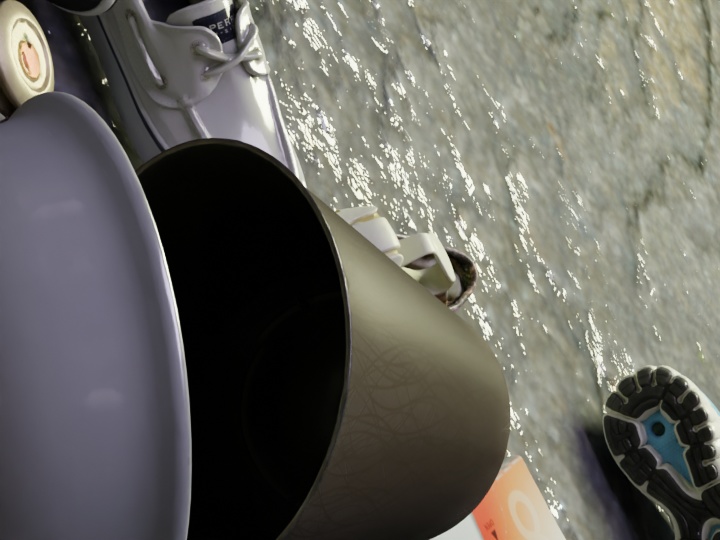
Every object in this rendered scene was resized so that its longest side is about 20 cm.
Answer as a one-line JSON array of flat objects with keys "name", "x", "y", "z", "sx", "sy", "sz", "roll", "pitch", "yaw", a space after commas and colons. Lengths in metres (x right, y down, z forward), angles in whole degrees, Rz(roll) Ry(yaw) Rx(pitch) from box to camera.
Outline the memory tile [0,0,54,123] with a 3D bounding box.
[{"name": "memory tile", "x": -0.167, "y": -0.054, "z": 1.124, "sx": 0.200, "sy": 0.017, "sz": 0.154, "roll": 23, "pitch": 56, "yaw": -64}]

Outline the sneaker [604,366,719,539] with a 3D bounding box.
[{"name": "sneaker", "x": 0.218, "y": 0.146, "z": 1.666, "sx": 0.201, "sy": 0.078, "sz": 0.090, "roll": 66, "pitch": 21, "yaw": 9}]

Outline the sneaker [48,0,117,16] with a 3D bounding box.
[{"name": "sneaker", "x": -0.185, "y": -0.178, "z": 1.249, "sx": 0.200, "sy": 0.071, "sz": 0.083, "roll": 51, "pitch": 50, "yaw": -21}]

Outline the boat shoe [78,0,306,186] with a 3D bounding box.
[{"name": "boat shoe", "x": -0.077, "y": -0.106, "z": 1.329, "sx": 0.072, "sy": 0.066, "sz": 0.201, "roll": -18, "pitch": 77, "yaw": -36}]

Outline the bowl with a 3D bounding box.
[{"name": "bowl", "x": -0.136, "y": 0.042, "z": 0.991, "sx": 0.090, "sy": 0.201, "sz": 0.202, "roll": -7, "pitch": 66, "yaw": -24}]

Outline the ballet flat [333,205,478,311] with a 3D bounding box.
[{"name": "ballet flat", "x": 0.000, "y": 0.000, "z": 1.400, "sx": 0.200, "sy": 0.071, "sz": 0.070, "roll": 4, "pitch": 62, "yaw": -63}]

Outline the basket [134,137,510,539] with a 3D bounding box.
[{"name": "basket", "x": -0.023, "y": 0.052, "z": 1.223, "sx": 0.200, "sy": 0.135, "sz": 0.182, "roll": 20, "pitch": 70, "yaw": -63}]

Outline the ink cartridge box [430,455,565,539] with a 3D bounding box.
[{"name": "ink cartridge box", "x": 0.084, "y": 0.203, "z": 1.381, "sx": 0.201, "sy": 0.050, "sz": 0.162, "roll": 59, "pitch": 24, "yaw": 0}]
